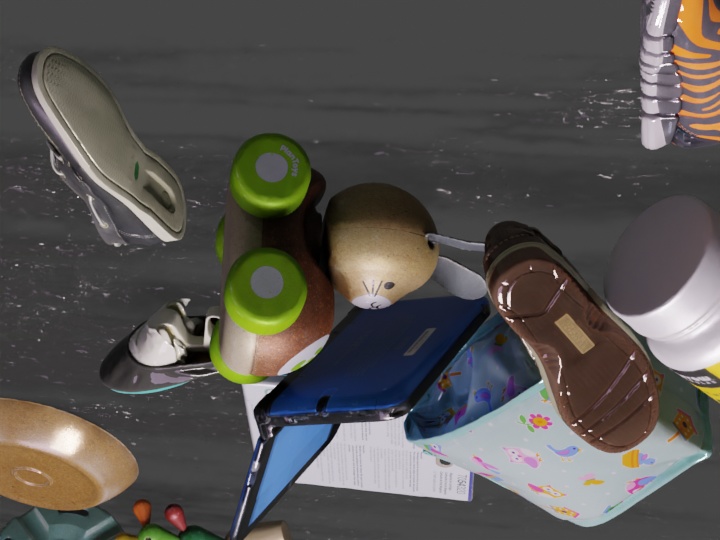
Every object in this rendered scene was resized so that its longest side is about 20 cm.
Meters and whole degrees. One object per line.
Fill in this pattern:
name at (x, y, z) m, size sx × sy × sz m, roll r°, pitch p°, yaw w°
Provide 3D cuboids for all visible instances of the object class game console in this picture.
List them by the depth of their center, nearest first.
game console at (0.002, 0.111, 1.368) m, size 0.170 × 0.200 × 0.119 m, roll -5°, pitch 110°, yaw 26°

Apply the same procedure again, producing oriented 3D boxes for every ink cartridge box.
ink cartridge box at (0.003, 0.135, 1.580) m, size 0.199 × 0.044 × 0.197 m, roll 5°, pitch 149°, yaw 4°

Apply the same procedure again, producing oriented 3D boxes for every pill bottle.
pill bottle at (0.268, 0.037, 1.258) m, size 0.200 × 0.115 × 0.114 m, roll 33°, pitch 144°, yaw -28°

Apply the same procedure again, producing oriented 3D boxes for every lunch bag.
lunch bag at (0.150, 0.112, 1.418) m, size 0.170 × 0.122 × 0.200 m, roll 26°, pitch 141°, yaw -21°

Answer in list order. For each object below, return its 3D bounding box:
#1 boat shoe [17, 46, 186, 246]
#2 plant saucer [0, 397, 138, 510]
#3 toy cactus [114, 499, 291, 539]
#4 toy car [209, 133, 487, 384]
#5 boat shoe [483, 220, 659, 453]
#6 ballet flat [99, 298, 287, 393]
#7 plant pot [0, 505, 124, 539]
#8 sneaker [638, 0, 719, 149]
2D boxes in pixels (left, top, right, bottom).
boat shoe at (-0.192, -0.080, 1.282) m, size 0.067 × 0.072 × 0.200 m, roll -6°, pitch 146°, yaw 21°
plant saucer at (-0.320, 0.189, 1.797) m, size 0.199 × 0.036 × 0.201 m, roll 10°, pitch 149°, yaw 6°
toy cactus at (-0.150, 0.285, 1.857) m, size 0.164 × 0.103 × 0.200 m, roll -17°, pitch 139°, yaw 11°
toy car at (0.000, 0.000, 1.283) m, size 0.199 × 0.159 × 0.164 m, roll 4°, pitch 162°, yaw -8°
boat shoe at (0.146, 0.041, 1.258) m, size 0.074 × 0.075 × 0.203 m, roll -29°, pitch 126°, yaw 5°
ballet flat at (-0.128, 0.053, 1.488) m, size 0.199 × 0.068 × 0.069 m, roll -8°, pitch 135°, yaw 13°
plant pot at (-0.306, 0.356, 1.926) m, size 0.199 × 0.201 × 0.197 m, roll 8°, pitch 141°, yaw 9°
sneaker at (0.218, -0.135, 1.051) m, size 0.111 × 0.078 × 0.200 m, roll 2°, pitch 158°, yaw 10°
